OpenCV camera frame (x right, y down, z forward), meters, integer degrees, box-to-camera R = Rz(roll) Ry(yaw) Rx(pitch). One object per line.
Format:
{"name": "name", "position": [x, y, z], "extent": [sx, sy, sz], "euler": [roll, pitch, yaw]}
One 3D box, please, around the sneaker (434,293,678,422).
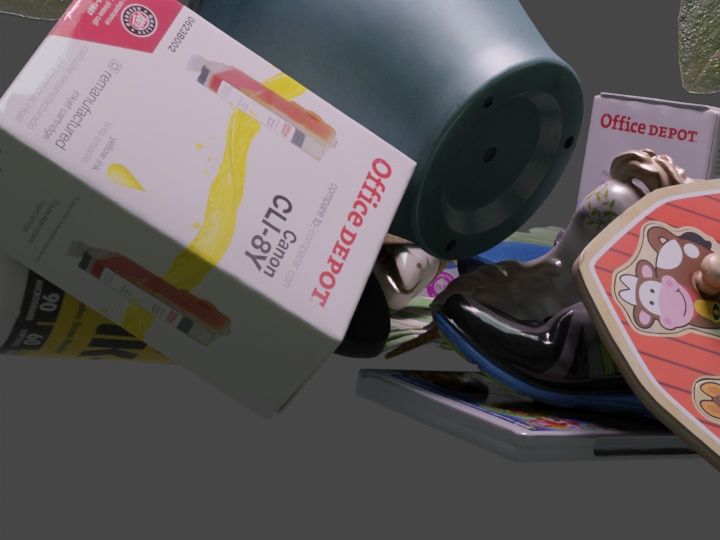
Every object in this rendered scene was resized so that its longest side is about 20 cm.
{"name": "sneaker", "position": [0.139, 0.037, 0.897], "extent": [0.198, 0.083, 0.071], "euler": [9, 6, 1]}

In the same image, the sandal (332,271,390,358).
{"name": "sandal", "position": [-0.033, -0.029, 1.048], "extent": [0.076, 0.043, 0.201], "euler": [-2, 51, -27]}

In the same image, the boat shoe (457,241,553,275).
{"name": "boat shoe", "position": [0.149, 0.028, 1.254], "extent": [0.084, 0.069, 0.200], "euler": [-13, 24, -38]}

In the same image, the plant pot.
{"name": "plant pot", "position": [0.025, -0.111, 0.972], "extent": [0.188, 0.201, 0.199], "euler": [40, 23, 33]}

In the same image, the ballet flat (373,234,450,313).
{"name": "ballet flat", "position": [0.000, 0.000, 1.123], "extent": [0.199, 0.071, 0.071], "euler": [0, 11, -36]}

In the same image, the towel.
{"name": "towel", "position": [0.028, 0.038, 1.173], "extent": [0.199, 0.024, 0.152], "euler": [1, 9, -44]}

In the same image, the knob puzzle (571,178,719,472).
{"name": "knob puzzle", "position": [0.208, 0.023, 0.852], "extent": [0.218, 0.221, 0.031], "euler": [7, -35, -16]}

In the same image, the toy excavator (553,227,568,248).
{"name": "toy excavator", "position": [0.244, 0.041, 1.095], "extent": [0.194, 0.100, 0.200], "euler": [-23, 48, -34]}

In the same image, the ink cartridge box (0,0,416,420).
{"name": "ink cartridge box", "position": [-0.086, -0.043, 0.830], "extent": [0.199, 0.083, 0.146], "euler": [33, 46, -10]}

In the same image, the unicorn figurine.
{"name": "unicorn figurine", "position": [0.132, 0.013, 0.972], "extent": [0.137, 0.200, 0.074], "euler": [37, 5, 7]}

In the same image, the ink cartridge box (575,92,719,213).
{"name": "ink cartridge box", "position": [0.251, -0.036, 1.328], "extent": [0.082, 0.201, 0.145], "euler": [4, 8, -34]}

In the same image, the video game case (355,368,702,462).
{"name": "video game case", "position": [0.117, 0.082, 0.928], "extent": [0.199, 0.018, 0.143], "euler": [5, 8, -37]}

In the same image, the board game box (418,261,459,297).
{"name": "board game box", "position": [0.012, -0.074, 1.346], "extent": [0.199, 0.197, 0.056], "euler": [8, 6, -4]}

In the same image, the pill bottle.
{"name": "pill bottle", "position": [-0.124, -0.005, 0.915], "extent": [0.199, 0.115, 0.114], "euler": [5, 8, -31]}
